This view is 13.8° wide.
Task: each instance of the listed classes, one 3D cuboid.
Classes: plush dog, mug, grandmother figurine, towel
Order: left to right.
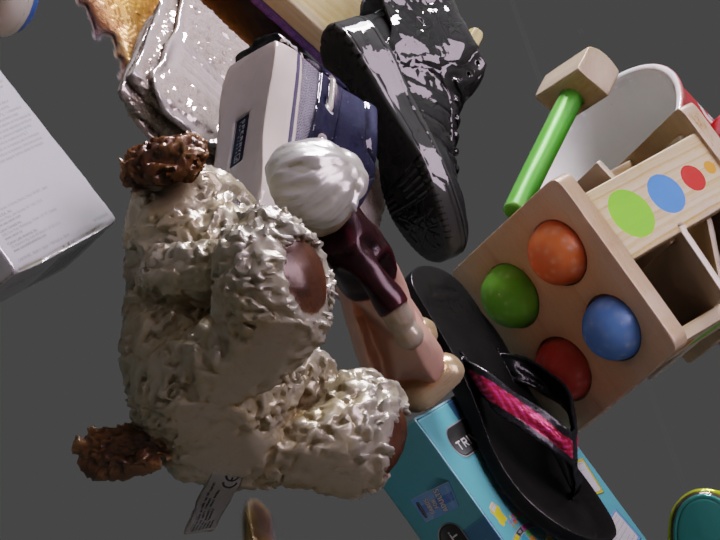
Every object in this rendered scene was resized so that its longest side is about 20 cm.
[{"bbox_3d":[-0.077,0.022,1.555,0.200,0.160,0.172,61,15,-46],"label":"plush dog"},{"bbox_3d":[-0.061,-0.080,1.820,0.200,0.034,0.133,41,30,-18],"label":"towel"},{"bbox_3d":[0.000,0.000,1.651,0.121,0.061,0.200,44,-11,43],"label":"grandmother figurine"},{"bbox_3d":[0.249,-0.032,2.097,0.200,0.134,0.177,41,-15,-28],"label":"mug"}]

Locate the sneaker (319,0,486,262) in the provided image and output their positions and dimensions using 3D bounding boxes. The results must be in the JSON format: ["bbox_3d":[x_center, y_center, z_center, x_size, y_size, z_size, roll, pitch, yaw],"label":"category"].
[{"bbox_3d":[0.046,-0.109,1.878,0.104,0.060,0.200,-20,79,-33],"label":"sneaker"}]

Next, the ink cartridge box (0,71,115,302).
[{"bbox_3d":[-0.227,-0.077,1.555,0.200,0.050,0.109,51,28,3],"label":"ink cartridge box"}]

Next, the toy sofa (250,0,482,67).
[{"bbox_3d":[-0.028,-0.172,1.948,0.200,0.098,0.083,41,54,-18],"label":"toy sofa"}]

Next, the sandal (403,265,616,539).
[{"bbox_3d":[0.092,0.075,1.746,0.075,0.045,0.200,-7,62,-58],"label":"sandal"}]

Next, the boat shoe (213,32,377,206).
[{"bbox_3d":[-0.039,-0.037,1.717,0.093,0.075,0.200,29,56,-29],"label":"boat shoe"}]

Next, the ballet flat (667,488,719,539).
[{"bbox_3d":[0.258,0.231,1.903,0.200,0.067,0.067,59,8,10],"label":"ballet flat"}]

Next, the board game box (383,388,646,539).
[{"bbox_3d":[0.105,0.161,1.763,0.200,0.047,0.151,54,28,6],"label":"board game box"}]

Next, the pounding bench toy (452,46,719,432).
[{"bbox_3d":[0.137,-0.027,1.817,0.156,0.124,0.200,-27,78,-41],"label":"pounding bench toy"}]

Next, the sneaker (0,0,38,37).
[{"bbox_3d":[-0.180,-0.199,1.738,0.111,0.077,0.200,20,33,-30],"label":"sneaker"}]
